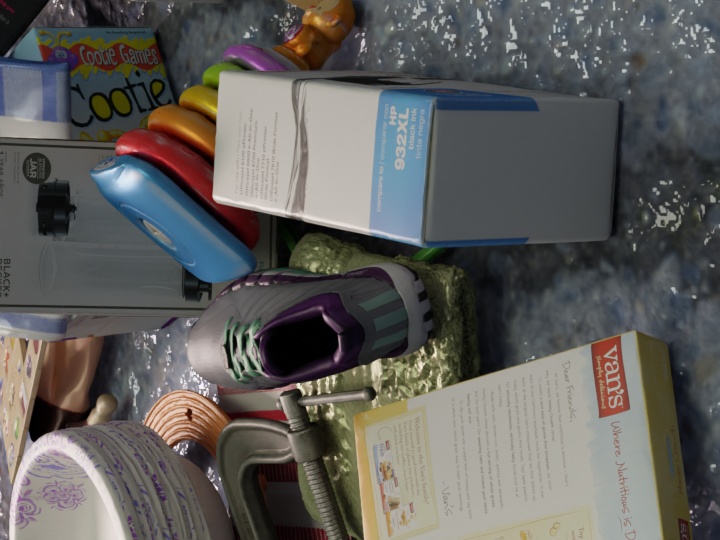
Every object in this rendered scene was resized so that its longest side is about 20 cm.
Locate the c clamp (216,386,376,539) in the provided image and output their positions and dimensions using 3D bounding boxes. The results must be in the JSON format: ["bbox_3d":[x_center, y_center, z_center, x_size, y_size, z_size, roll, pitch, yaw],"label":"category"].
[{"bbox_3d":[-0.032,0.166,1.369,0.170,0.027,0.201,1,111,48],"label":"c clamp"}]

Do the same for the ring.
[{"bbox_3d":[-0.110,0.184,1.525,0.200,0.019,0.202,12,105,56],"label":"ring"}]

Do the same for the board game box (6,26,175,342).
[{"bbox_3d":[-0.188,-0.064,1.551,0.105,0.103,0.201,-36,67,48],"label":"board game box"}]

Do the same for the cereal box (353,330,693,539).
[{"bbox_3d":[0.089,0.128,1.212,0.199,0.039,0.145,-18,66,33],"label":"cereal box"}]

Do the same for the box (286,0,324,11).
[{"bbox_3d":[-0.058,-0.278,1.354,0.163,0.021,0.200,28,124,-1],"label":"box"}]

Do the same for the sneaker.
[{"bbox_3d":[-0.054,0.038,1.294,0.200,0.087,0.075,-16,93,44],"label":"sneaker"}]

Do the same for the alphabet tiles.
[{"bbox_3d":[-0.273,0.037,1.689,0.168,0.008,0.201,109,154,-42],"label":"alphabet tiles"}]

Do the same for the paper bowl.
[{"bbox_3d":[-0.157,0.204,1.489,0.200,0.104,0.202,13,106,55],"label":"paper bowl"}]

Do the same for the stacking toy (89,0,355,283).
[{"bbox_3d":[-0.069,-0.100,1.366,0.200,0.110,0.116,-52,17,-12],"label":"stacking toy"}]

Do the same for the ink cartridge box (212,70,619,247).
[{"bbox_3d":[0.029,-0.069,1.245,0.200,0.145,0.084,13,103,50],"label":"ink cartridge box"}]

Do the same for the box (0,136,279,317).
[{"bbox_3d":[-0.156,-0.027,1.429,0.060,0.199,0.117,-178,88,-72],"label":"box"}]

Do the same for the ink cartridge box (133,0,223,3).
[{"bbox_3d":[-0.127,-0.305,1.465,0.146,0.084,0.201,49,129,36],"label":"ink cartridge box"}]

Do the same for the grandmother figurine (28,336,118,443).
[{"bbox_3d":[-0.233,0.101,1.664,0.121,0.060,0.201,23,109,57],"label":"grandmother figurine"}]

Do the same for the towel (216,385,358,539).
[{"bbox_3d":[-0.051,0.145,1.468,0.144,0.023,0.201,-7,89,52],"label":"towel"}]

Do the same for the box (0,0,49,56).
[{"bbox_3d":[-0.299,-0.206,1.569,0.200,0.122,0.106,-53,12,-15],"label":"box"}]

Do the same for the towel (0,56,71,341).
[{"bbox_3d":[-0.269,-0.051,1.489,0.146,0.024,0.201,7,105,13],"label":"towel"}]

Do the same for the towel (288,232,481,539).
[{"bbox_3d":[0.015,0.083,1.333,0.148,0.036,0.201,13,112,39],"label":"towel"}]

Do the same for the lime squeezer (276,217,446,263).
[{"bbox_3d":[0.000,0.000,1.388,0.200,0.038,0.071,3,64,52],"label":"lime squeezer"}]
